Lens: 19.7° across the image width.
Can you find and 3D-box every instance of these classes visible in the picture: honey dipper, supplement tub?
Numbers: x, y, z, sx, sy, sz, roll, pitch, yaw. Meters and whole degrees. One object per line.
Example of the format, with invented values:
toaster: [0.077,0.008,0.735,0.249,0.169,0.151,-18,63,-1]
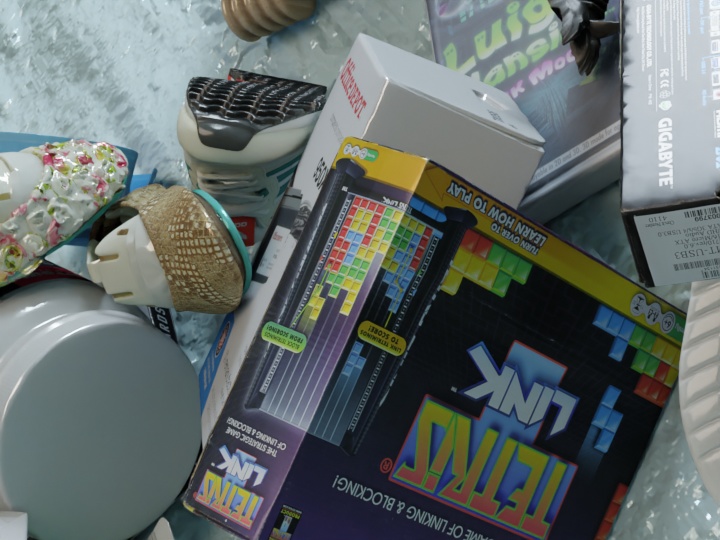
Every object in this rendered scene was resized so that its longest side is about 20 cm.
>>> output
honey dipper: [0.003,-0.180,1.182,0.200,0.038,0.038,-20,55,38]
supplement tub: [-0.189,0.062,1.134,0.200,0.140,0.141,20,84,50]

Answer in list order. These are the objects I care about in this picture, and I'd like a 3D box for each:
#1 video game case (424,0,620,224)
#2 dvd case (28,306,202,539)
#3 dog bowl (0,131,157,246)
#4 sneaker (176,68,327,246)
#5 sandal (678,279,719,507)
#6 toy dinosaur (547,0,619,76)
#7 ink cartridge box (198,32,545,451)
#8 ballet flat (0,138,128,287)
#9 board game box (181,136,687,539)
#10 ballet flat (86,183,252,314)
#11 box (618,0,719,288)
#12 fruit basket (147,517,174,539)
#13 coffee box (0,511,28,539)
video game case: [0.119,-0.127,1.037,0.200,0.023,0.182,-32,48,32]
dvd case: [-0.173,0.115,1.216,0.200,0.025,0.150,-42,44,22]
dog bowl: [-0.181,-0.044,1.207,0.200,0.111,0.050,66,-151,-87]
sneaker: [-0.058,-0.053,1.098,0.200,0.070,0.094,-69,-10,-80]
sandal: [0.178,0.006,0.877,0.082,0.050,0.203,-5,81,23]
toy dinosaur: [0.141,-0.164,0.969,0.136,0.102,0.200,-28,23,16]
ink cartridge box: [0.000,0.000,0.985,0.145,0.084,0.200,-110,45,-74]
ballet flat: [-0.211,-0.015,1.065,0.200,0.064,0.076,-36,40,-7]
board game box: [0.041,0.058,0.878,0.057,0.200,0.166,18,84,47]
ballet flat: [-0.103,-0.006,1.048,0.065,0.071,0.200,-22,6,-11]
box: [0.200,-0.091,0.795,0.198,0.050,0.200,-7,46,14]
fruit basket: [-0.120,0.257,1.047,0.185,0.094,0.200,-107,35,-49]
coffee box: [-0.228,0.220,1.049,0.080,0.113,0.200,-100,15,-56]
